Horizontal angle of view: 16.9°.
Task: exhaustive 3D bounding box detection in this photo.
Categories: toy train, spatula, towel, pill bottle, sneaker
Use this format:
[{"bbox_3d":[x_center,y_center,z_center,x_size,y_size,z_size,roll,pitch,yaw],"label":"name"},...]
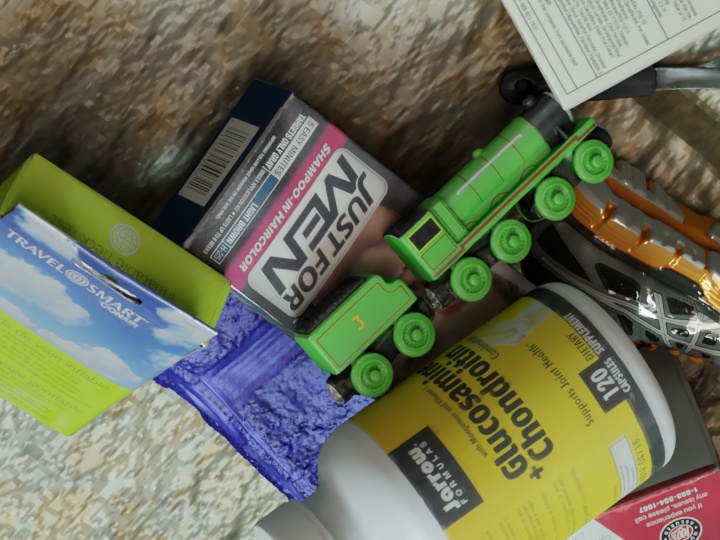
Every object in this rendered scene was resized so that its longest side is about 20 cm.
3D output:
[{"bbox_3d":[0.048,-0.015,1.227,0.200,0.042,0.056,-44,103,-13],"label":"toy train"},{"bbox_3d":[0.172,-0.101,1.288,0.199,0.021,0.057,-3,105,-2],"label":"spatula"},{"bbox_3d":[-0.036,0.040,1.324,0.148,0.050,0.200,-40,115,15],"label":"towel"},{"bbox_3d":[0.050,0.103,1.210,0.200,0.112,0.112,-35,118,-14],"label":"pill bottle"},{"bbox_3d":[0.174,0.013,1.326,0.199,0.078,0.077,34,123,-17],"label":"sneaker"}]

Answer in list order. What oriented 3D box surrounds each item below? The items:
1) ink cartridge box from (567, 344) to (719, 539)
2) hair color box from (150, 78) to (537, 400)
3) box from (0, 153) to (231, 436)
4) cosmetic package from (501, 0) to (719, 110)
[{"bbox_3d":[0.148,0.174,1.360,0.145,0.145,0.201,-21,119,4],"label":"ink cartridge box"},{"bbox_3d":[0.000,0.000,1.262,0.200,0.060,0.100,37,86,-25],"label":"hair color box"},{"bbox_3d":[-0.152,0.014,1.230,0.122,0.048,0.200,33,149,-15],"label":"box"},{"bbox_3d":[0.160,-0.180,1.209,0.199,0.087,0.104,-27,116,9],"label":"cosmetic package"}]
